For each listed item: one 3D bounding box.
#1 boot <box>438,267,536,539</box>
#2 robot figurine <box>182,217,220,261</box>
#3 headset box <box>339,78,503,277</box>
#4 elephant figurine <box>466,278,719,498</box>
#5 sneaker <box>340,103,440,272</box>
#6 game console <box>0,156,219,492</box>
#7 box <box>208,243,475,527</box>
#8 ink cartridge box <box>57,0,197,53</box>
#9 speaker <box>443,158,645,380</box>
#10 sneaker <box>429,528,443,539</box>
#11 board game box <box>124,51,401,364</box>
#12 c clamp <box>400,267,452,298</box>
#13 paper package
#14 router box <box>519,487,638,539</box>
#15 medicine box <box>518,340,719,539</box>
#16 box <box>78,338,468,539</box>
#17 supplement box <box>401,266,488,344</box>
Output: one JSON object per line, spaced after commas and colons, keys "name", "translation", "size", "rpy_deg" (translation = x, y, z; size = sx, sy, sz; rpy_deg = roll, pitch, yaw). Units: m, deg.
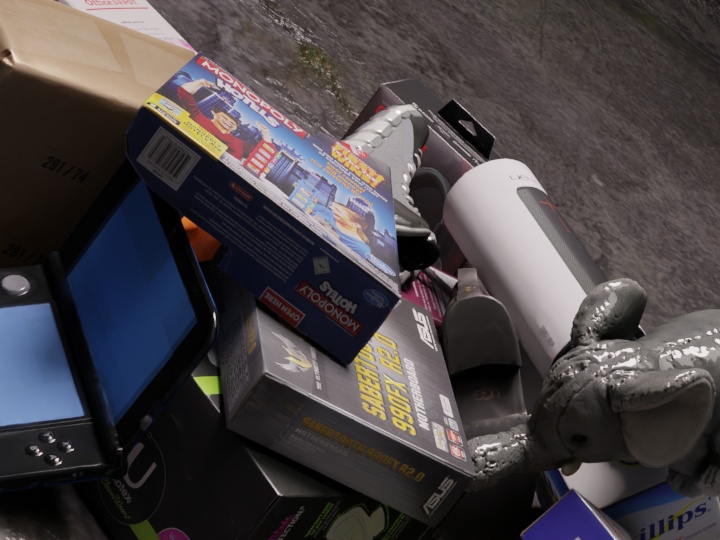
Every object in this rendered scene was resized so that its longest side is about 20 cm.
{"name": "boot", "translation": [0.085, 0.099, 1.582], "size": [0.069, 0.202, 0.174], "rpy_deg": [1, 0, 0]}
{"name": "robot figurine", "translation": [-0.111, -0.067, 1.738], "size": [0.117, 0.144, 0.200], "rpy_deg": [49, 29, 18]}
{"name": "headset box", "translation": [0.039, -0.049, 1.839], "size": [0.149, 0.200, 0.077], "rpy_deg": [44, 24, 13]}
{"name": "elephant figurine", "translation": [0.178, 0.081, 1.457], "size": [0.199, 0.156, 0.141], "rpy_deg": [14, -10, -42]}
{"name": "sneaker", "translation": [0.023, -0.050, 1.663], "size": [0.115, 0.075, 0.200], "rpy_deg": [42, 34, 10]}
{"name": "game console", "translation": [-0.196, 0.026, 1.394], "size": [0.170, 0.119, 0.200], "rpy_deg": [-6, 40, -18]}
{"name": "box", "translation": [-0.016, 0.061, 1.435], "size": [0.158, 0.048, 0.200], "rpy_deg": [28, 22, -21]}
{"name": "ink cartridge box", "translation": [-0.201, -0.175, 1.897], "size": [0.200, 0.067, 0.117], "rpy_deg": [46, 25, 17]}
{"name": "speaker", "translation": [0.133, 0.006, 1.643], "size": [0.081, 0.081, 0.200], "rpy_deg": [19, 28, -37]}
{"name": "sneaker", "translation": [0.051, 0.155, 1.649], "size": [0.200, 0.081, 0.115], "rpy_deg": [53, 23, 18]}
{"name": "board game box", "translation": [-0.053, -0.051, 1.457], "size": [0.200, 0.062, 0.200], "rpy_deg": [37, 20, -2]}
{"name": "c clamp", "translation": [0.000, 0.000, 1.633], "size": [0.171, 0.027, 0.200], "rpy_deg": [42, 25, 7]}
{"name": "paper package", "translation": [-0.221, -0.083, 1.543], "size": [0.199, 0.191, 0.104], "rpy_deg": [16, 35, -39]}
{"name": "router box", "translation": [0.207, 0.250, 1.460], "size": [0.200, 0.049, 0.179], "rpy_deg": [51, 6, 32]}
{"name": "medicine box", "translation": [0.194, 0.162, 1.673], "size": [0.201, 0.102, 0.183], "rpy_deg": [68, -4, -45]}
{"name": "box", "translation": [-0.059, 0.136, 1.455], "size": [0.199, 0.125, 0.149], "rpy_deg": [6, 37, -52]}
{"name": "supplement box", "translation": [0.001, 0.043, 1.727], "size": [0.199, 0.111, 0.086], "rpy_deg": [25, 27, -27]}
